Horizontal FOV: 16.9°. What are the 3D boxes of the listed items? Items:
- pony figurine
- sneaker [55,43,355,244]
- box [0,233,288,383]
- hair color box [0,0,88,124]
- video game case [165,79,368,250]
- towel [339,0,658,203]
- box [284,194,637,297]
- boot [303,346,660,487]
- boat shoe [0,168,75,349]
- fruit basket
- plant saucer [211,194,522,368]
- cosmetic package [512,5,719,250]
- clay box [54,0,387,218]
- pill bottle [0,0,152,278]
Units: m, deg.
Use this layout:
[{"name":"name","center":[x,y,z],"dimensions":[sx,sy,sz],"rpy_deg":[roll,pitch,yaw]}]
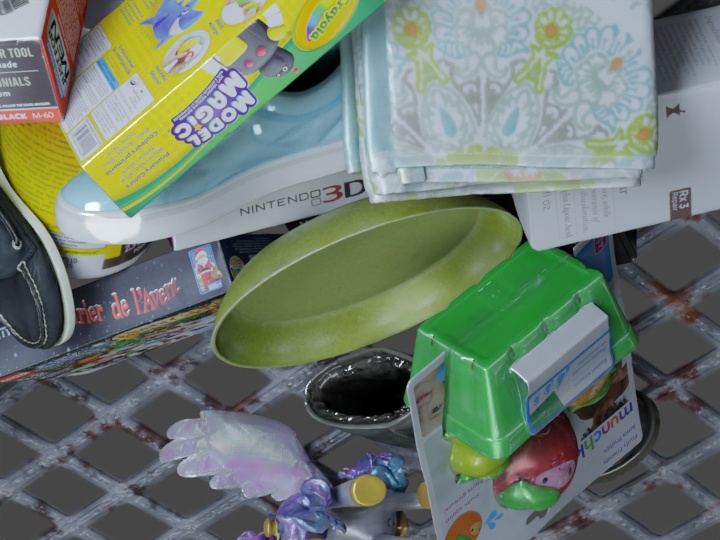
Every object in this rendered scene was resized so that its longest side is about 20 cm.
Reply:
[{"name":"pony figurine","center":[-0.033,0.179,1.678],"dimensions":[0.193,0.167,0.200],"rpy_deg":[2,174,-18]},{"name":"sneaker","center":[-0.078,-0.081,1.310],"dimensions":[0.200,0.074,0.082],"rpy_deg":[-23,122,-20]},{"name":"box","center":[-0.136,0.025,1.557],"dimensions":[0.200,0.038,0.137],"rpy_deg":[-20,173,25]},{"name":"hair color box","center":[-0.202,-0.167,1.294],"dimensions":[0.111,0.200,0.064],"rpy_deg":[-2,136,8]},{"name":"video game case","center":[-0.036,-0.122,1.364],"dimensions":[0.181,0.036,0.200],"rpy_deg":[-14,123,-15]},{"name":"towel","center":[0.073,-0.139,1.304],"dimensions":[0.171,0.200,0.048],"rpy_deg":[-2,179,-16]},{"name":"box","center":[0.054,-0.049,1.511],"dimensions":[0.200,0.044,0.160],"rpy_deg":[-14,135,19]},{"name":"boot","center":[0.084,0.091,1.599],"dimensions":[0.182,0.073,0.200],"rpy_deg":[-15,151,21]},{"name":"boat shoe","center":[-0.234,-0.028,1.417],"dimensions":[0.074,0.066,0.200],"rpy_deg":[4,125,38]},{"name":"fruit basket","center":[0.110,0.090,1.500],"dimensions":[0.094,0.185,0.200],"rpy_deg":[26,142,43]},{"name":"plant saucer","center":[0.000,0.000,1.458],"dimensions":[0.200,0.031,0.200],"rpy_deg":[-19,160,-7]},{"name":"cosmetic package","center":[0.183,-0.088,1.398],"dimensions":[0.200,0.074,0.102],"rpy_deg":[-13,133,-1]},{"name":"clay box","center":[-0.070,-0.128,1.255],"dimensions":[0.200,0.115,0.048],"rpy_deg":[-39,124,3]},{"name":"pill bottle","center":[-0.161,-0.096,1.434],"dimensions":[0.109,0.109,0.200],"rpy_deg":[10,138,-5]}]
